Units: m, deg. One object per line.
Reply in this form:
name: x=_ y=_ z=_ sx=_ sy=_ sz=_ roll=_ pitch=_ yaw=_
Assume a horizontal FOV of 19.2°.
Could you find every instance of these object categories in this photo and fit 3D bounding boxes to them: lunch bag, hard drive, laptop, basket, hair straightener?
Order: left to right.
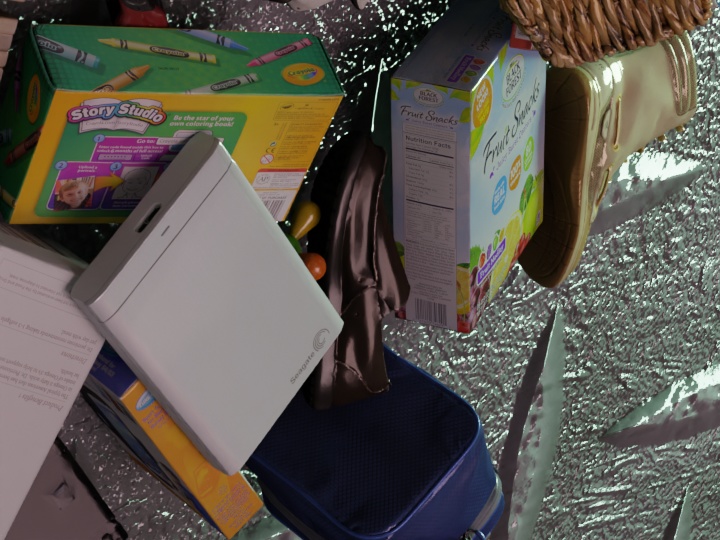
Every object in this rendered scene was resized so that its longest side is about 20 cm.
laptop: x=-0.258 y=0.215 z=1.483 sx=0.177 sy=0.103 sz=0.201 roll=-40 pitch=111 yaw=-21
hair straightener: x=-0.151 y=-0.188 z=1.308 sx=0.041 sy=0.077 sz=0.201 roll=-19 pitch=145 yaw=0
hard drive: x=-0.092 y=0.025 z=1.350 sx=0.132 sy=0.027 sz=0.200 roll=-53 pitch=140 yaw=-18
lunch bag: x=0.014 y=0.149 z=1.568 sx=0.136 sy=0.199 sz=0.133 roll=-44 pitch=147 yaw=-16
basket: x=0.133 y=-0.251 z=1.399 sx=0.141 sy=0.149 sz=0.201 roll=-18 pitch=119 yaw=1

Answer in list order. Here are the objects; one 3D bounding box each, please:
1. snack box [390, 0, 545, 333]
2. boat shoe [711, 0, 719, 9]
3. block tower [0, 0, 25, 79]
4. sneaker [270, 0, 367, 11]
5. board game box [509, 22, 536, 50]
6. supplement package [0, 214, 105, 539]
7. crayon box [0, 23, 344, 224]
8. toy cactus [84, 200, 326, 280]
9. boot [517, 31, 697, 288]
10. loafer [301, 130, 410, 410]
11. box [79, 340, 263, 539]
snack box: x=0.081 y=-0.085 z=1.552 sx=0.169 sy=0.067 sz=0.202 roll=-54 pitch=147 yaw=-50
boat shoe: x=0.216 y=-0.258 z=1.580 sx=0.200 sy=0.072 sz=0.073 roll=59 pitch=32 yaw=-49
block tower: x=-0.234 y=-0.158 z=1.248 sx=0.054 sy=0.058 sz=0.202 roll=3 pitch=110 yaw=-46
sneaker: x=-0.055 y=-0.204 z=1.389 sx=0.199 sy=0.074 sz=0.081 roll=-4 pitch=128 yaw=-38
board game box: x=0.148 y=-0.211 z=1.545 sx=0.200 sy=0.019 sz=0.104 roll=-18 pitch=119 yaw=-71
supplement package: x=-0.257 y=0.065 z=1.312 sx=0.117 sy=0.117 sz=0.201 roll=24 pitch=95 yaw=-50
crayon box: x=-0.123 y=-0.090 z=1.334 sx=0.198 sy=0.059 sz=0.119 roll=-1 pitch=139 yaw=-29
toy cactus: x=-0.112 y=0.015 z=1.458 sx=0.164 sy=0.102 sz=0.201 roll=-1 pitch=123 yaw=-34
boot: x=0.198 y=-0.093 z=1.711 sx=0.155 sy=0.073 sz=0.202 roll=-26 pitch=133 yaw=-39
loafer: x=0.000 y=0.000 z=1.507 sx=0.071 sy=0.073 sz=0.202 roll=3 pitch=106 yaw=-14
box: x=-0.150 y=0.091 z=1.433 sx=0.042 sy=0.119 sz=0.200 roll=-46 pitch=137 yaw=-12
